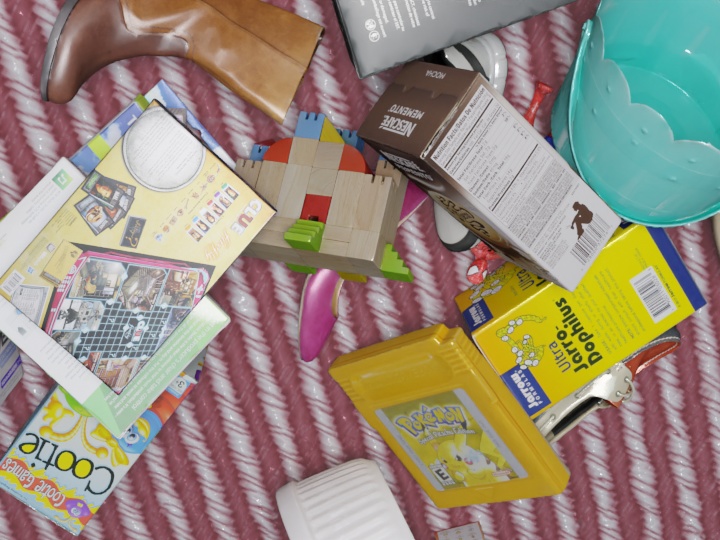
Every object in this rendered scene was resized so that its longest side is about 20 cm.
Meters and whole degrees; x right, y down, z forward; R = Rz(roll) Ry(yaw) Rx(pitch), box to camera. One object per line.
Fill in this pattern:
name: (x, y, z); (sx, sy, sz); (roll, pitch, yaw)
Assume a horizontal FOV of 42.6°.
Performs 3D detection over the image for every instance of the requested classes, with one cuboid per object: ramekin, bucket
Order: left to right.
ramekin: (0.004, 0.285, 0.916); (0.104, 0.200, 0.202); (-27, 107, -5)
bucket: (0.267, -0.144, 0.786); (0.204, 0.135, 0.210); (5, 63, -10)

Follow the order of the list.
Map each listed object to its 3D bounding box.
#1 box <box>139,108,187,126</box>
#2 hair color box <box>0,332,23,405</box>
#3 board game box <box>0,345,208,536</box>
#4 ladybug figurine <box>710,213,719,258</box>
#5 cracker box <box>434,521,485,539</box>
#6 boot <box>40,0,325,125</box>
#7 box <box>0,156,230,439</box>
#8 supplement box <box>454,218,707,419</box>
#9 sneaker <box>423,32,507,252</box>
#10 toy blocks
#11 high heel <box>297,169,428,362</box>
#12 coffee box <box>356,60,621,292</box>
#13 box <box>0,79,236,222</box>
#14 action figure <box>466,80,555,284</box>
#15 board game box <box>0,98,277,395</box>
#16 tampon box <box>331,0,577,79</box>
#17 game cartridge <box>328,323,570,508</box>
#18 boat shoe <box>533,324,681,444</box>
box: (-0.171, -0.044, 0.834); (0.038, 0.042, 0.203); (-1, 109, -3)
hair color box: (-0.374, 0.030, 0.857); (0.064, 0.109, 0.203); (-7, 108, -1)
board game box: (-0.249, 0.134, 0.898); (0.103, 0.105, 0.201); (37, 102, -13)
ladybug figurine: (0.399, -0.066, 0.894); (0.134, 0.072, 0.203); (-3, 107, -3)
cracker box: (0.128, 0.372, 0.943); (0.057, 0.200, 0.136); (-13, 108, 1)
boot: (-0.151, -0.180, 0.796); (0.198, 0.069, 0.190); (30, 63, -6)
box: (-0.231, 0.024, 0.799); (0.144, 0.036, 0.200); (-45, 98, -3)
supplement box: (0.206, 0.029, 0.891); (0.199, 0.109, 0.110); (-35, 106, 7)
sneaker: (0.082, -0.116, 0.848); (0.079, 0.073, 0.203); (-10, 105, -42)
toy blocks: (-0.038, -0.076, 0.832); (0.197, 0.100, 0.139); (9, 75, 18)
high heel: (0.000, 0.000, 0.894); (0.095, 0.067, 0.203); (15, 93, 3)
coffee box: (0.107, -0.078, 0.767); (0.199, 0.113, 0.080); (37, 88, -31)
box: (-0.223, -0.067, 0.869); (0.199, 0.048, 0.122); (-39, 107, 9)
action figure: (0.150, -0.077, 0.891); (0.065, 0.052, 0.202); (20, 107, -14)
board game box: (-0.182, -0.018, 0.759); (0.135, 0.035, 0.200); (42, 91, -8)
tampon box: (0.068, -0.261, 0.774); (0.197, 0.150, 0.128); (-19, 108, 2)
game cartridge: (0.083, 0.149, 0.908); (0.175, 0.033, 0.201); (-23, 112, 46)
boat shoe: (0.238, 0.116, 0.932); (0.198, 0.063, 0.071); (-30, 142, 8)
